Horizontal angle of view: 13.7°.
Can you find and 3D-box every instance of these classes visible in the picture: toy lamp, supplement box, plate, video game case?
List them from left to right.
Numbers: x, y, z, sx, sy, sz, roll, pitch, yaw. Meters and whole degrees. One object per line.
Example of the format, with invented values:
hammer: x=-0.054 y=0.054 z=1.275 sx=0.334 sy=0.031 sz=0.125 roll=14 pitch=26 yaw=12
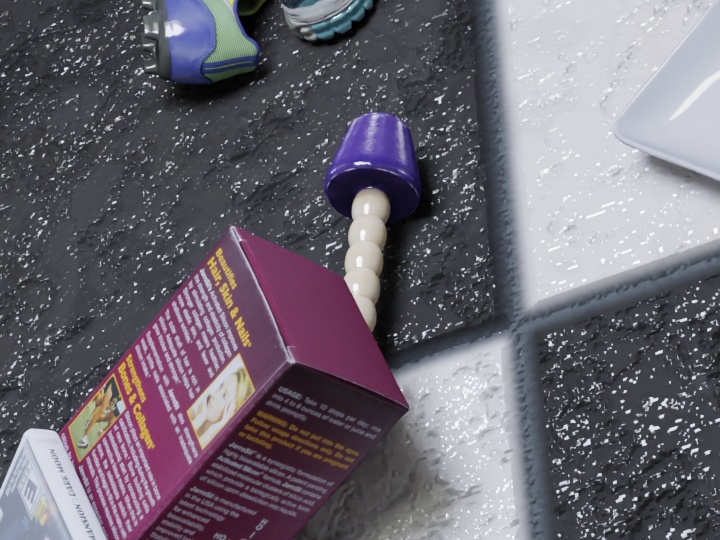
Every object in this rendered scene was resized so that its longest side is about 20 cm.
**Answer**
video game case: x=-0.170 y=0.214 z=1.531 sx=0.200 sy=0.023 sz=0.182 roll=-64 pitch=36 yaw=27
supplement box: x=-0.081 y=0.093 z=1.564 sx=0.200 sy=0.086 sz=0.110 roll=-49 pitch=40 yaw=20
toy lamp: x=0.000 y=0.000 z=1.657 sx=0.058 sy=0.058 sz=0.201 roll=-11 pitch=49 yaw=26
plate: x=0.263 y=-0.108 z=1.594 sx=0.200 sy=0.032 sz=0.200 roll=28 pitch=74 yaw=44

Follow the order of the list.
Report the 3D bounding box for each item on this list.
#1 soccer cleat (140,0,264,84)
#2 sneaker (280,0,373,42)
soccer cleat: x=-0.095 y=-0.188 z=1.885 sx=0.083 sy=0.065 sz=0.201 roll=1 pitch=45 yaw=-3
sneaker: x=-0.023 y=-0.241 z=1.850 sx=0.077 sy=0.086 sz=0.200 roll=-15 pitch=48 yaw=21
